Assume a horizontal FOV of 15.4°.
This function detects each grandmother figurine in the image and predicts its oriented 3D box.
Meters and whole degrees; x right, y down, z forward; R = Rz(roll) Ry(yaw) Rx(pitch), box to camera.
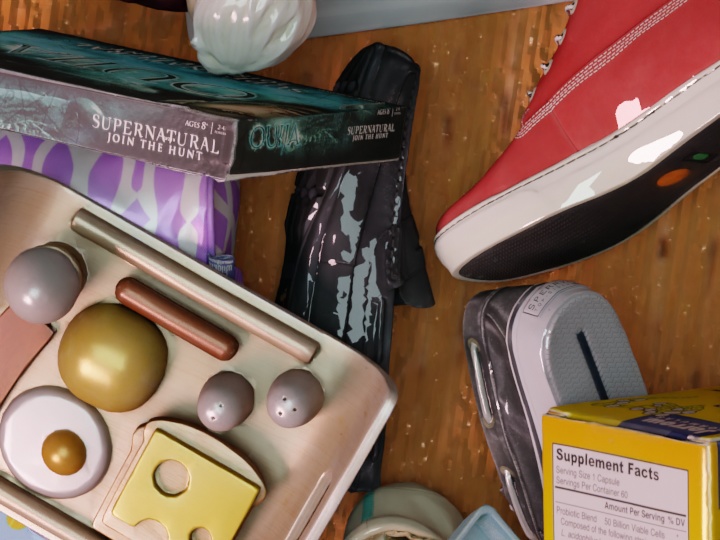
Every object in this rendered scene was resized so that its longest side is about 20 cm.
[{"bbox_3d":[-0.102,-0.142,1.152,0.199,0.121,0.061,31,130,29],"label":"grandmother figurine"}]

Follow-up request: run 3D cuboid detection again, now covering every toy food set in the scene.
[{"bbox_3d":[-0.103,0.064,1.137,0.199,0.060,0.144,30,101,2],"label":"toy food set"}]

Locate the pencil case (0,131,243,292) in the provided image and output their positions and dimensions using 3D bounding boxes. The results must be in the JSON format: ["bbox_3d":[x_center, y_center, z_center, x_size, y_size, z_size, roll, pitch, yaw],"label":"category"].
[{"bbox_3d":[-0.147,-0.026,1.203,0.199,0.084,0.086,4,134,8],"label":"pencil case"}]

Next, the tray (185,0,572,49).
[{"bbox_3d":[0.012,-0.165,1.203,0.199,0.022,0.108,-7,90,7],"label":"tray"}]

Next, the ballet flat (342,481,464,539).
[{"bbox_3d":[0.063,0.180,1.189,0.069,0.069,0.200,-43,87,7],"label":"ballet flat"}]

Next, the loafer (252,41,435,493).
[{"bbox_3d":[0.000,0.000,1.194,0.070,0.068,0.202,13,89,-15],"label":"loafer"}]

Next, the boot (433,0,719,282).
[{"bbox_3d":[0.096,-0.094,1.169,0.200,0.072,0.145,-35,65,30],"label":"boot"}]

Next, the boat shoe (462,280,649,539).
[{"bbox_3d":[0.099,0.092,1.180,0.072,0.071,0.201,-27,112,-30],"label":"boat shoe"}]

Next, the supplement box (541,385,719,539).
[{"bbox_3d":[0.151,0.156,1.108,0.109,0.109,0.201,-5,97,-33],"label":"supplement box"}]

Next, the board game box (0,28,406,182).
[{"bbox_3d":[-0.099,-0.073,1.130,0.199,0.135,0.028,13,102,28],"label":"board game box"}]

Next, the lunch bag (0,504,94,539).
[{"bbox_3d":[-0.139,0.140,1.213,0.150,0.094,0.201,26,83,5],"label":"lunch bag"}]

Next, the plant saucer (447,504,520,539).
[{"bbox_3d":[0.086,0.188,1.147,0.070,0.019,0.200,-49,116,-17],"label":"plant saucer"}]
